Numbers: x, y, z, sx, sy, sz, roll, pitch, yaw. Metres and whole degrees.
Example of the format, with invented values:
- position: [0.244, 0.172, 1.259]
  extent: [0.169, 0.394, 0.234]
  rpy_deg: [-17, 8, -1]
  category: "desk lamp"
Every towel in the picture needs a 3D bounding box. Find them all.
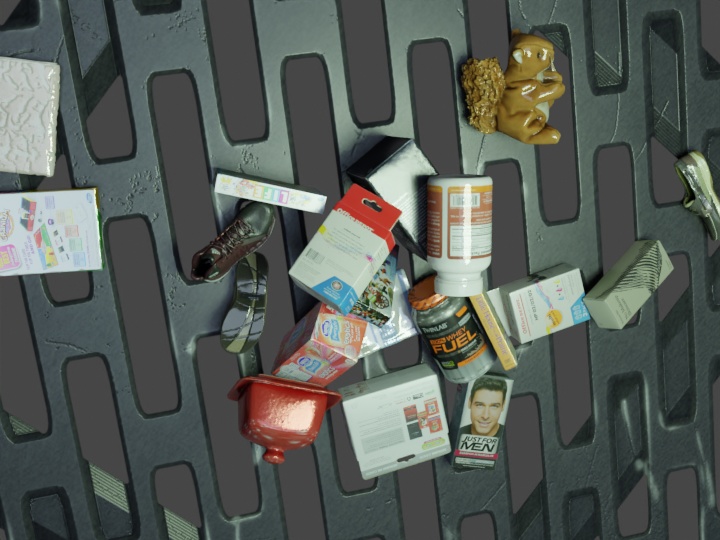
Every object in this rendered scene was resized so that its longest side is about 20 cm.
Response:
- position: [-0.634, -0.275, 1.480]
  extent: [0.189, 0.032, 0.202]
  rpy_deg: [4, 99, -11]
  category: "towel"
- position: [0.022, 0.095, 1.691]
  extent: [0.199, 0.024, 0.148]
  rpy_deg: [-21, 104, -7]
  category: "towel"

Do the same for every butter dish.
- position: [-0.155, 0.291, 1.588]
  extent: [0.198, 0.200, 0.149]
  rpy_deg: [13, 66, -14]
  category: "butter dish"

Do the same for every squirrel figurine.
- position: [0.284, -0.352, 1.580]
  extent: [0.198, 0.142, 0.187]
  rpy_deg: [1, 136, 15]
  category: "squirrel figurine"

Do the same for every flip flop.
- position: [-0.221, 0.063, 1.623]
  extent: [0.080, 0.058, 0.202]
  rpy_deg: [9, 84, -8]
  category: "flip flop"

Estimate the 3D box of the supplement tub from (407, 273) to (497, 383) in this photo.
- position: [0.180, 0.113, 1.669]
  extent: [0.122, 0.123, 0.201]
  rpy_deg: [-33, 110, -4]
  category: "supplement tub"

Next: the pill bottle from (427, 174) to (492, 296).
- position: [0.169, -0.062, 1.440]
  extent: [0.111, 0.112, 0.202]
  rpy_deg: [-2, 101, -11]
  category: "pill bottle"

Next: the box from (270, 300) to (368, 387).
- position: [-0.080, 0.146, 1.584]
  extent: [0.102, 0.200, 0.095]
  rpy_deg: [26, 55, -14]
  category: "box"

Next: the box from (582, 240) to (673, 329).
- position: [0.553, 0.027, 1.729]
  extent: [0.200, 0.068, 0.082]
  rpy_deg: [-44, 110, -22]
  category: "box"

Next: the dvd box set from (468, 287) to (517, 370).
- position: [0.252, 0.088, 1.653]
  extent: [0.029, 0.146, 0.201]
  rpy_deg: [-26, 93, 10]
  category: "dvd box set"

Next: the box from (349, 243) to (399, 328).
- position: [0.000, 0.000, 1.585]
  extent: [0.136, 0.201, 0.038]
  rpy_deg: [27, 131, -16]
  category: "box"

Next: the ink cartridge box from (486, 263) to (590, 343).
- position: [0.361, 0.074, 1.732]
  extent: [0.199, 0.068, 0.116]
  rpy_deg: [-19, 104, -7]
  category: "ink cartridge box"

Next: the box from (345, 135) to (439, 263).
- position: [0.089, -0.138, 1.568]
  extent: [0.117, 0.197, 0.200]
  rpy_deg: [-40, 106, -2]
  category: "box"

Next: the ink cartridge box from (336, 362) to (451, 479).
- position: [0.069, 0.307, 1.710]
  extent: [0.198, 0.084, 0.177]
  rpy_deg: [-15, 103, -8]
  category: "ink cartridge box"

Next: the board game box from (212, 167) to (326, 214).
- position: [-0.170, -0.148, 1.546]
  extent: [0.198, 0.134, 0.035]
  rpy_deg: [11, 99, -13]
  category: "board game box"

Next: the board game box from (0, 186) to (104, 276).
- position: [-0.576, -0.072, 1.527]
  extent: [0.198, 0.040, 0.154]
  rpy_deg: [-3, 102, -11]
  category: "board game box"

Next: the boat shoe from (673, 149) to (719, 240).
- position: [0.710, -0.150, 1.763]
  extent: [0.066, 0.072, 0.202]
  rpy_deg: [-23, 104, 4]
  category: "boat shoe"

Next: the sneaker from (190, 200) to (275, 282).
- position: [-0.239, -0.047, 1.541]
  extent: [0.076, 0.116, 0.200]
  rpy_deg: [43, 103, 2]
  category: "sneaker"

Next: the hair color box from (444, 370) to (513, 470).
- position: [0.247, 0.311, 1.760]
  extent: [0.098, 0.061, 0.202]
  rpy_deg: [8, 99, -13]
  category: "hair color box"

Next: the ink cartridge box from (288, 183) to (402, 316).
- position: [-0.020, -0.038, 1.465]
  extent: [0.116, 0.067, 0.201]
  rpy_deg: [31, 78, 19]
  category: "ink cartridge box"
